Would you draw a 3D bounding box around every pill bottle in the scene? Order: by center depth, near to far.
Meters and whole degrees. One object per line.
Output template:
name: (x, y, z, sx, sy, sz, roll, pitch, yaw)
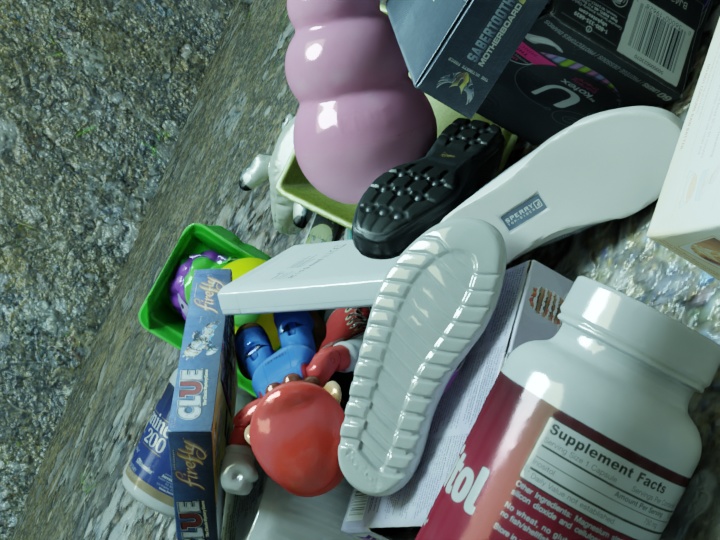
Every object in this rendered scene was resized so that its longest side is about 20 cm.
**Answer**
pill bottle: (0.106, 0.112, 0.572, 0.202, 0.112, 0.113, -63, 19, 1)
pill bottle: (-0.190, 0.182, 1.281, 0.202, 0.110, 0.111, -64, 19, 1)

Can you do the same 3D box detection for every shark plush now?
shark plush: (-0.050, -0.132, 1.101, 0.090, 0.083, 0.203, 20, 97, 29)

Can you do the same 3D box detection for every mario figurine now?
mario figurine: (-0.048, 0.111, 0.848, 0.124, 0.105, 0.201, -63, 21, 20)

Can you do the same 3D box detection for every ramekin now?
ramekin: (-0.068, 0.222, 0.911, 0.201, 0.104, 0.201, -53, 21, 30)

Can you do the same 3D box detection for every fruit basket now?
fruit basket: (-0.118, 0.048, 1.120, 0.156, 0.214, 0.216, -57, 20, 18)

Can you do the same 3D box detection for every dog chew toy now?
dog chew toy: (-0.007, -0.162, 0.908, 0.124, 0.123, 0.203, -147, 42, -71)

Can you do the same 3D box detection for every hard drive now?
hard drive: (0.000, 0.000, 0.888, 0.198, 0.027, 0.132, -5, 16, 31)

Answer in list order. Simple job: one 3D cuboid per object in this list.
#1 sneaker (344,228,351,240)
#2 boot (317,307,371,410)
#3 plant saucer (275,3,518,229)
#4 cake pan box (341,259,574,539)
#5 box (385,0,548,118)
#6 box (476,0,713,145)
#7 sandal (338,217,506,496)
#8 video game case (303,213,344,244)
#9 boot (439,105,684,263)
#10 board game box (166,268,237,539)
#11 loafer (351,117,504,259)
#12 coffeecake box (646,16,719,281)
sneaker: (0.031, -0.074, 1.060, 0.080, 0.070, 0.202, 111, 172, -47)
boot: (0.006, 0.052, 0.995, 0.200, 0.072, 0.146, -41, 27, 56)
plant saucer: (0.049, -0.120, 0.996, 0.202, 0.198, 0.048, -64, -25, 0)
cake pan box: (0.067, 0.106, 0.785, 0.184, 0.052, 0.202, -32, 36, 61)
box: (0.085, -0.217, 0.772, 0.159, 0.051, 0.201, -57, 19, 24)
box: (0.151, -0.180, 0.819, 0.200, 0.121, 0.107, -10, 56, 68)
sandal: (0.040, 0.057, 0.760, 0.205, 0.082, 0.050, -64, -24, 4)
video game case: (-0.011, -0.103, 1.176, 0.200, 0.035, 0.183, -70, 2, -67)
boot: (0.144, -0.064, 0.769, 0.199, 0.073, 0.090, -25, 7, 33)
board game box: (-0.127, 0.112, 0.901, 0.201, 0.034, 0.137, -92, 4, -55)
loafer: (0.058, -0.054, 0.853, 0.200, 0.067, 0.071, -42, -40, -47)
coffeecake box: (0.244, -0.079, 0.511, 0.200, 0.072, 0.155, -11, 55, 67)
